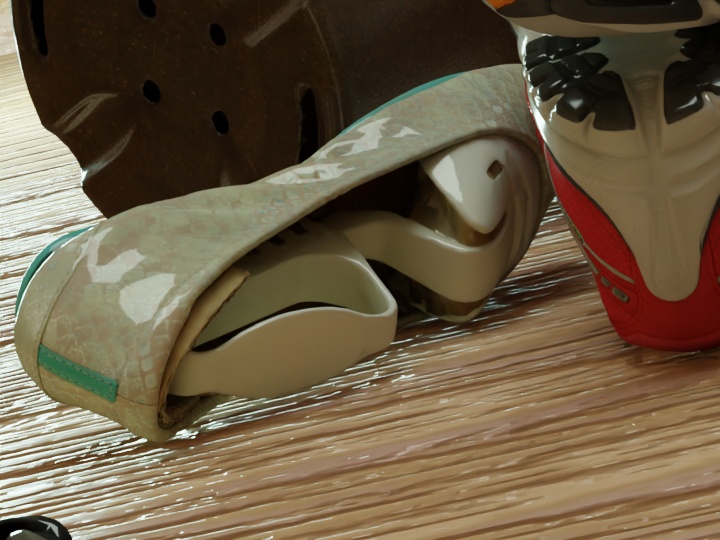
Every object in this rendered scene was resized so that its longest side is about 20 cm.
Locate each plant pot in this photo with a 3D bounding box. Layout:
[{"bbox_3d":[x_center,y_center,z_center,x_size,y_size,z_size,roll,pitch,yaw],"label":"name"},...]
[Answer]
[{"bbox_3d":[0.004,-0.101,0.960,0.200,0.200,0.198,-4,19,47],"label":"plant pot"}]

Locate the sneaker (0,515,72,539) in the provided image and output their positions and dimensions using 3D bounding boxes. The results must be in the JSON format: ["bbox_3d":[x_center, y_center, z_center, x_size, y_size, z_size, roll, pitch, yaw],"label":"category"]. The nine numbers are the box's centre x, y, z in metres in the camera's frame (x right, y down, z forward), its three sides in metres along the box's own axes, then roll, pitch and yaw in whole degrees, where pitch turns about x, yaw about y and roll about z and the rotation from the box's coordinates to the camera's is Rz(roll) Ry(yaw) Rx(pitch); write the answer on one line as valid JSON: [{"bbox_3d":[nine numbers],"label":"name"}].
[{"bbox_3d":[-0.034,0.057,0.321,0.074,0.079,0.200,-15,7,5],"label":"sneaker"}]

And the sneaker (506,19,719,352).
[{"bbox_3d":[0.073,-0.037,0.728,0.077,0.085,0.200,-8,21,11],"label":"sneaker"}]

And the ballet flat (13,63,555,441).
[{"bbox_3d":[0.000,0.000,0.758,0.200,0.068,0.062,-25,41,-37],"label":"ballet flat"}]

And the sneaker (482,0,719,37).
[{"bbox_3d":[0.067,-0.100,0.698,0.092,0.076,0.200,-23,12,41],"label":"sneaker"}]
